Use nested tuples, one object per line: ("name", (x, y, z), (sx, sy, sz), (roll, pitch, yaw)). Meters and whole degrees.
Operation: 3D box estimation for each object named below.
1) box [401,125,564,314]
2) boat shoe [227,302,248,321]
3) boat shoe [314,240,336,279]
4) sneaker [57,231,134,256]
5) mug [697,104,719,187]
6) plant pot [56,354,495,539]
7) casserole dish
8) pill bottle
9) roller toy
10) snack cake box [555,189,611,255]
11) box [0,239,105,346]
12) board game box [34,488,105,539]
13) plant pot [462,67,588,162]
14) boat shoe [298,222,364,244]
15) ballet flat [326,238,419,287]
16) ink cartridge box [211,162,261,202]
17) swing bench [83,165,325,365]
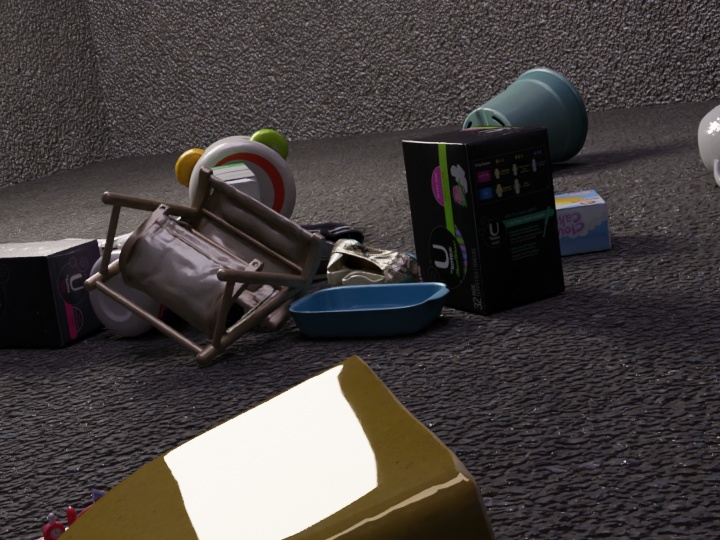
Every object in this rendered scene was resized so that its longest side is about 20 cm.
("box", (0.147, -0.066, 1.542), (0.123, 0.202, 0.148), (-14, 12, -27))
("boat shoe", (-0.139, 0.014, 1.686), (0.062, 0.075, 0.201), (3, 19, 16))
("boat shoe", (-0.108, -0.032, 1.809), (0.199, 0.061, 0.072), (3, 31, -21))
("sneaker", (-0.378, -0.011, 1.847), (0.129, 0.080, 0.198), (-14, 11, -43))
("mug", (0.632, -0.198, 2.044), (0.174, 0.148, 0.201), (-7, 40, 37))
("plant pot", (-0.044, 0.178, 0.532), (0.198, 0.196, 0.195), (-20, 13, -10))
("casserole dish", (0.011, 0.048, 1.498), (0.198, 0.039, 0.121), (-2, 12, 25))
("pill bottle", (-0.258, 0.010, 1.696), (0.111, 0.114, 0.199), (-1, 14, 33))
("roller toy", (-0.207, -0.138, 2.214), (0.198, 0.184, 0.140), (-17, 12, -5))
("snack cake box", (0.239, -0.058, 1.779), (0.198, 0.068, 0.115), (-8, 10, 3))
("box", (-0.448, 0.030, 1.711), (0.198, 0.124, 0.106), (-3, 12, 29))
("board game box", (-0.189, 0.195, 0.901), (0.199, 0.039, 0.157), (1, 15, 42))
("plant pot", (0.318, -0.282, 2.559), (0.195, 0.202, 0.199), (-27, 21, -39))
("boat shoe", (-0.078, -0.037, 1.903), (0.199, 0.074, 0.062), (-13, 8, -43))
("ballet flat", (0.000, 0.000, 1.698), (0.075, 0.068, 0.199), (-32, 23, -26))
("ink cartridge box", (-0.204, -0.086, 2.045), (0.083, 0.148, 0.200), (-9, 11, -9))
("swing bench", (-0.184, -0.012, 1.528), (0.198, 0.131, 0.199), (30, 28, 24))
